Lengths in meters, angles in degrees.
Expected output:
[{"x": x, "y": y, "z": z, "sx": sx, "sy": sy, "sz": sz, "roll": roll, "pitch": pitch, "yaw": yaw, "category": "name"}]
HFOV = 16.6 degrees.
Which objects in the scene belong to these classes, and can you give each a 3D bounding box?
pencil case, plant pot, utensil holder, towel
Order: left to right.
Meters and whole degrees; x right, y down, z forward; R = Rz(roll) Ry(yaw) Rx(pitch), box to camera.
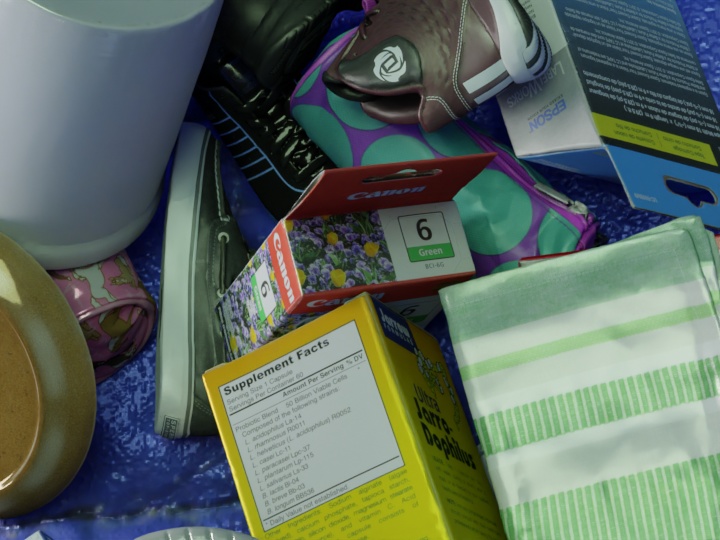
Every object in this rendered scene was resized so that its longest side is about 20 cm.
[{"x": -0.248, "y": 0.060, "z": 1.446, "sx": 0.199, "sy": 0.027, "sz": 0.201, "roll": 10, "pitch": 115, "yaw": 22, "category": "plant pot"}, {"x": -0.206, "y": -0.024, "z": 1.514, "sx": 0.086, "sy": 0.083, "sz": 0.200, "roll": -16, "pitch": 60, "yaw": -35, "category": "pencil case"}, {"x": -0.174, "y": -0.128, "z": 1.423, "sx": 0.169, "sy": 0.200, "sz": 0.170, "roll": 12, "pitch": 47, "yaw": -13, "category": "utensil holder"}, {"x": 0.051, "y": -0.061, "z": 1.444, "sx": 0.200, "sy": 0.085, "sz": 0.092, "roll": 43, "pitch": 122, "yaw": 5, "category": "pencil case"}, {"x": 0.139, "y": 0.085, "z": 1.316, "sx": 0.152, "sy": 0.023, "sz": 0.201, "roll": -16, "pitch": 81, "yaw": 8, "category": "towel"}]

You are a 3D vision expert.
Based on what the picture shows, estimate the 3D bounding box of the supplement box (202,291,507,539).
[{"x": 0.008, "y": 0.133, "z": 1.355, "sx": 0.109, "sy": 0.109, "sz": 0.201, "roll": -26, "pitch": 66, "yaw": 15, "category": "supplement box"}]

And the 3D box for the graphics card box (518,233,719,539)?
[{"x": 0.159, "y": 0.085, "z": 1.350, "sx": 0.125, "sy": 0.051, "sz": 0.201, "roll": -6, "pitch": 83, "yaw": 8, "category": "graphics card box"}]

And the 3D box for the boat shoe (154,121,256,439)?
[{"x": -0.092, "y": 0.007, "z": 1.491, "sx": 0.056, "sy": 0.069, "sz": 0.201, "roll": 4, "pitch": 70, "yaw": -7, "category": "boat shoe"}]

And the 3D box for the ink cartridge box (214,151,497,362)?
[{"x": 0.000, "y": 0.000, "z": 1.379, "sx": 0.109, "sy": 0.200, "sz": 0.051, "roll": -7, "pitch": 71, "yaw": -23, "category": "ink cartridge box"}]

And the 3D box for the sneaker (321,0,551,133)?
[{"x": 0.013, "y": -0.158, "z": 1.391, "sx": 0.115, "sy": 0.076, "sz": 0.200, "roll": -37, "pitch": 55, "yaw": 7, "category": "sneaker"}]

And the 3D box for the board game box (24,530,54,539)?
[{"x": -0.106, "y": 0.251, "z": 1.316, "sx": 0.041, "sy": 0.200, "sz": 0.200, "roll": -35, "pitch": 66, "yaw": -1, "category": "board game box"}]

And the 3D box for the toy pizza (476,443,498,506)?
[{"x": 0.134, "y": 0.170, "z": 1.390, "sx": 0.199, "sy": 0.032, "sz": 0.201, "roll": -4, "pitch": 69, "yaw": 10, "category": "toy pizza"}]

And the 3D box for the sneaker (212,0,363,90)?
[{"x": -0.033, "y": -0.193, "z": 1.505, "sx": 0.091, "sy": 0.076, "sz": 0.200, "roll": 34, "pitch": 41, "yaw": 8, "category": "sneaker"}]

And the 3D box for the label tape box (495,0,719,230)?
[{"x": 0.145, "y": -0.097, "z": 1.429, "sx": 0.063, "sy": 0.144, "sz": 0.201, "roll": -35, "pitch": 60, "yaw": 34, "category": "label tape box"}]

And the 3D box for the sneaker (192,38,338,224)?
[{"x": -0.054, "y": -0.089, "z": 1.508, "sx": 0.070, "sy": 0.078, "sz": 0.200, "roll": -39, "pitch": 66, "yaw": -5, "category": "sneaker"}]

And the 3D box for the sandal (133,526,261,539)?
[{"x": -0.033, "y": 0.185, "z": 1.268, "sx": 0.202, "sy": 0.050, "sz": 0.083, "roll": 9, "pitch": 71, "yaw": 12, "category": "sandal"}]
